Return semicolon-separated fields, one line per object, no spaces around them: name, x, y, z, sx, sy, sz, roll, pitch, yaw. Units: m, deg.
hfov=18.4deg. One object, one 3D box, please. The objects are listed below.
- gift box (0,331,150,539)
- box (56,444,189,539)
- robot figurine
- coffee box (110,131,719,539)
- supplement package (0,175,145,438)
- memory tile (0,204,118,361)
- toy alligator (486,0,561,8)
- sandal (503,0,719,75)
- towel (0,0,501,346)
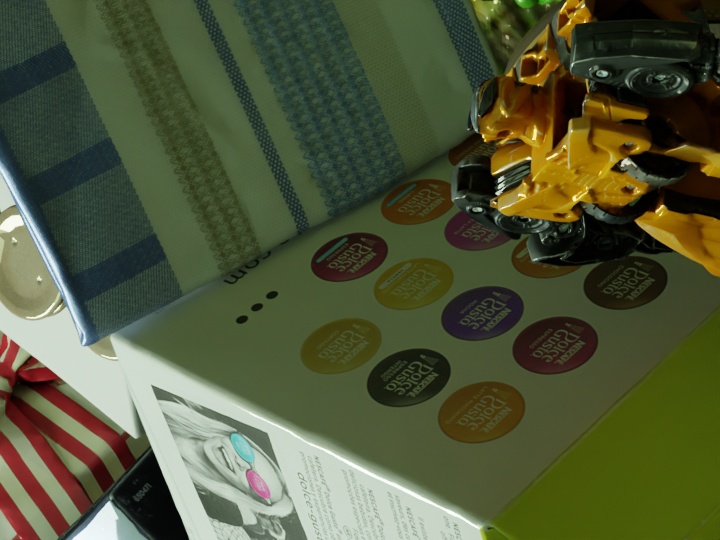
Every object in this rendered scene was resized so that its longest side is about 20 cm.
gift box;-0.160;0.112;1.258;0.199;0.185;0.187;23;150;35
box;-0.071;0.195;1.047;0.200;0.123;0.198;45;127;-1
robot figurine;0.126;-0.037;0.671;0.198;0.059;0.145;12;154;-16
coffee box;0.062;0.076;0.860;0.197;0.199;0.201;23;140;41
supplement package;-0.113;-0.045;1.057;0.119;0.121;0.201;34;146;29
memory tile;-0.126;-0.076;0.925;0.152;0.017;0.202;21;110;34
toy alligator;0.075;-0.113;0.776;0.060;0.054;0.199;57;151;-10
sandal;0.115;-0.084;0.693;0.080;0.054;0.200;22;137;-24
towel;-0.050;-0.081;0.830;0.148;0.199;0.024;64;162;-10
